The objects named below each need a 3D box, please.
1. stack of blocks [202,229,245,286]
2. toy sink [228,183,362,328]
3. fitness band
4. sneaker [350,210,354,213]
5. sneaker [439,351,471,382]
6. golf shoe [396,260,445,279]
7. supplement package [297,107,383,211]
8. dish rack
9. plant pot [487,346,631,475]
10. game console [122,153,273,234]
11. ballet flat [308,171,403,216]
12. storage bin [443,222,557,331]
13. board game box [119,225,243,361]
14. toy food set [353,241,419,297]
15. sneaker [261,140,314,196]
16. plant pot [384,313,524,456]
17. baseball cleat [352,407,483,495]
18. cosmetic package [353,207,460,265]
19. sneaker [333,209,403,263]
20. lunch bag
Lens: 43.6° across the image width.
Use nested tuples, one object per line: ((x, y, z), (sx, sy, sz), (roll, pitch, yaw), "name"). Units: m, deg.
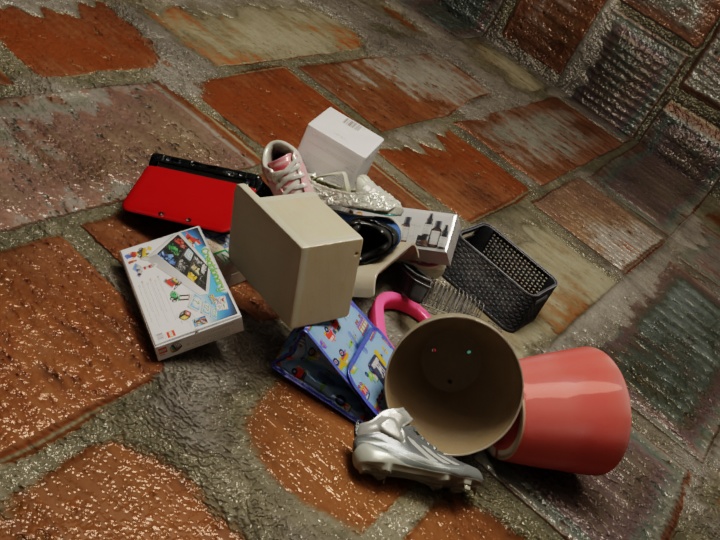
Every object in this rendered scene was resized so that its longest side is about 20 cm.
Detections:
((-0.183, -0.029, 1.460), (0.115, 0.059, 0.199), (40, 31, 18), "stack of blocks")
((-0.096, -0.032, 1.307), (0.110, 0.132, 0.200), (-10, 35, -34), "toy sink")
((0.083, 0.108, 1.510), (0.141, 0.038, 0.201), (20, 30, -16), "fitness band")
((-0.006, -0.195, 1.813), (0.200, 0.113, 0.071), (45, 34, 25), "sneaker")
((0.190, 0.171, 1.465), (0.199, 0.071, 0.081), (39, 59, -29), "sneaker")
((0.075, -0.039, 1.707), (0.198, 0.076, 0.092), (27, -18, 27), "golf shoe")
((-0.062, -0.168, 1.633), (0.120, 0.202, 0.120), (30, 30, 4), "supplement package")
((0.161, 0.054, 1.591), (0.197, 0.055, 0.153), (23, 7, -12), "dish rack")
((0.286, 0.216, 1.386), (0.174, 0.203, 0.202), (4, 37, -23), "plant pot")
((-0.261, -0.112, 1.487), (0.196, 0.121, 0.172), (13, -10, 12), "game console")
((-0.020, -0.132, 1.518), (0.197, 0.073, 0.072), (9, 21, 26), "ballet flat")
((0.268, 0.010, 1.764), (0.199, 0.095, 0.134), (41, 32, 21), "storage bin")
((-0.257, 0.027, 1.283), (0.124, 0.035, 0.201), (-18, 48, -16), "board game box")
((0.000, 0.000, 1.545), (0.141, 0.062, 0.200), (3, 21, 26), "toy food set")
((-0.111, -0.125, 1.469), (0.105, 0.074, 0.203), (63, 4, -63), "sneaker")
((0.136, 0.152, 1.327), (0.198, 0.203, 0.135), (29, 11, -1), "plant pot")
((0.083, 0.246, 1.245), (0.197, 0.070, 0.108), (16, 58, -23), "baseball cleat")
((0.077, -0.069, 1.640), (0.196, 0.051, 0.084), (9, 62, 21), "cosmetic package")
((-0.032, -0.058, 1.504), (0.196, 0.078, 0.111), (4, 10, 10), "sneaker")
((-0.013, 0.143, 1.344), (0.199, 0.094, 0.151), (41, 30, -6), "lunch bag")
